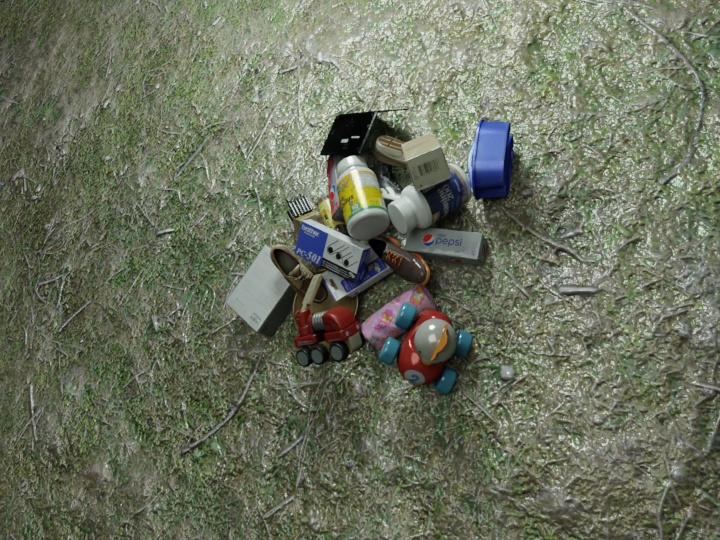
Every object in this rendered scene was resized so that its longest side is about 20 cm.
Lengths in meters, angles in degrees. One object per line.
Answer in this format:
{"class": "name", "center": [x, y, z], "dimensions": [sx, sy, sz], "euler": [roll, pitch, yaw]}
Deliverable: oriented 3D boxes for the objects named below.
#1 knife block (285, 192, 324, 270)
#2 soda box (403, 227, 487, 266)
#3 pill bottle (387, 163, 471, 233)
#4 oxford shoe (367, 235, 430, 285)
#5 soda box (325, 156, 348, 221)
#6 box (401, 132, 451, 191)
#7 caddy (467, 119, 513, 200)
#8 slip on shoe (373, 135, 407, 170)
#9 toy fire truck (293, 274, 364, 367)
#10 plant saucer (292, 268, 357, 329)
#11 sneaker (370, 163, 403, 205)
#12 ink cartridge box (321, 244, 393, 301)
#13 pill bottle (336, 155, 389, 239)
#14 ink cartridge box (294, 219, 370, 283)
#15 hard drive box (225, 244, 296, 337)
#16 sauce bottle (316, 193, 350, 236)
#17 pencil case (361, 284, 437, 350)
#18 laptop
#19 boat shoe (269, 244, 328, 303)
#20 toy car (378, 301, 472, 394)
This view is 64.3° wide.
{"class": "knife block", "center": [-0.149, -0.116, 1.626], "dimensions": [0.063, 0.175, 0.204], "euler": [-22, 106, -13]}
{"class": "soda box", "center": [0.213, -0.063, 1.437], "dimensions": [0.196, 0.063, 0.070], "euler": [8, 78, 28]}
{"class": "pill bottle", "center": [0.170, -0.175, 1.427], "dimensions": [0.198, 0.112, 0.111], "euler": [-31, 59, -17]}
{"class": "oxford shoe", "center": [0.091, -0.023, 1.412], "dimensions": [0.199, 0.072, 0.072], "euler": [37, 110, 43]}
{"class": "soda box", "center": [-0.049, -0.235, 1.592], "dimensions": [0.064, 0.069, 0.204], "euler": [130, 141, -52]}
{"class": "box", "center": [0.156, -0.267, 1.391], "dimensions": [0.093, 0.079, 0.201], "euler": [-21, 21, 8]}
{"class": "caddy", "center": [0.315, -0.273, 1.414], "dimensions": [0.103, 0.141, 0.204], "euler": [4, 74, 23]}
{"class": "slip on shoe", "center": [0.130, -0.298, 1.535], "dimensions": [0.196, 0.061, 0.077], "euler": [16, 45, -3]}
{"class": "toy fire truck", "center": [-0.089, 0.116, 1.427], "dimensions": [0.174, 0.128, 0.204], "euler": [-14, 96, 37]}
{"class": "plant saucer", "center": [-0.090, 0.097, 1.545], "dimensions": [0.196, 0.035, 0.205], "euler": [-8, 69, 22]}
{"class": "sneaker", "center": [0.089, -0.234, 1.547], "dimensions": [0.197, 0.073, 0.114], "euler": [16, 82, 30]}
{"class": "ink cartridge box", "center": [0.000, 0.000, 1.506], "dimensions": [0.198, 0.037, 0.095], "euler": [-31, 61, -6]}
{"class": "pill bottle", "center": [-0.001, -0.191, 1.474], "dimensions": [0.111, 0.113, 0.203], "euler": [-24, 60, 16]}
{"class": "ink cartridge box", "center": [-0.074, -0.051, 1.479], "dimensions": [0.198, 0.044, 0.096], "euler": [26, 112, 25]}
{"class": "hard drive box", "center": [-0.261, 0.057, 1.618], "dimensions": [0.155, 0.077, 0.202], "euler": [36, 91, 30]}
{"class": "sauce bottle", "center": [-0.067, -0.117, 1.588], "dimensions": [0.064, 0.065, 0.203], "euler": [-29, 62, 14]}
{"class": "pencil case", "center": [0.095, 0.116, 1.427], "dimensions": [0.199, 0.087, 0.088], "euler": [-37, 61, 10]}
{"class": "laptop", "center": [0.008, -0.384, 1.586], "dimensions": [0.176, 0.103, 0.203], "euler": [11, 75, 48]}
{"class": "boat shoe", "center": [-0.167, 0.012, 1.513], "dimensions": [0.199, 0.072, 0.076], "euler": [42, 89, 1]}
{"class": "toy car", "center": [0.155, 0.174, 1.275], "dimensions": [0.182, 0.200, 0.179], "euler": [26, 85, 1]}
